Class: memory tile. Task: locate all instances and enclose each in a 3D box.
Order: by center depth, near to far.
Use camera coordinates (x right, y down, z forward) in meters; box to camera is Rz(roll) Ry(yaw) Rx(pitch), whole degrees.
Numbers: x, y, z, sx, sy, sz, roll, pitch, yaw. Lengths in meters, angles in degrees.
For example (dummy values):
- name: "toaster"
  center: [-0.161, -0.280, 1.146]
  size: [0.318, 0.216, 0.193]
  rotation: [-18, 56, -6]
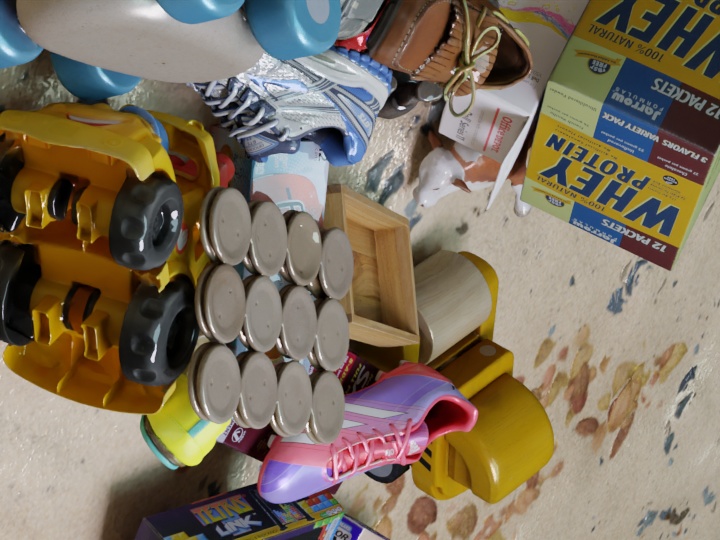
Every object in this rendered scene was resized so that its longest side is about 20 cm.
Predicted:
- name: "memory tile"
  center: [-0.057, 0.032, 1.581]
  size: [0.200, 0.017, 0.154]
  rotation: [19, 72, -62]

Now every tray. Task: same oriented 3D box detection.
- name: "tray"
  center: [0.000, 0.000, 1.785]
  size: [0.200, 0.037, 0.099]
  rotation: [23, 61, -75]

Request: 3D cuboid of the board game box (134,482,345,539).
- name: "board game box"
  center: [-0.117, 0.255, 1.829]
  size: [0.165, 0.057, 0.200]
  rotation: [-12, 136, -43]

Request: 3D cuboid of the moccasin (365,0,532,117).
- name: "moccasin"
  center: [0.064, -0.150, 1.632]
  size: [0.074, 0.078, 0.201]
  rotation: [-55, 161, 9]

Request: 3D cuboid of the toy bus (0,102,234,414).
- name: "toy bus"
  center: [-0.146, -0.039, 1.552]
  size: [0.192, 0.135, 0.201]
  rotation: [-49, 146, -45]

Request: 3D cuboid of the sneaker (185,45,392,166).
- name: "sneaker"
  center: [-0.065, -0.117, 1.587]
  size: [0.200, 0.077, 0.086]
  rotation: [14, 81, -33]

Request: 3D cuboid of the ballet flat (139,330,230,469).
- name: "ballet flat"
  center: [-0.115, 0.075, 1.628]
  size: [0.067, 0.200, 0.067]
  rotation: [-42, 107, 5]

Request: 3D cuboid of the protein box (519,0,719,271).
- name: "protein box"
  center: [0.230, -0.147, 1.837]
  size: [0.200, 0.135, 0.199]
  rotation: [-61, 171, -24]

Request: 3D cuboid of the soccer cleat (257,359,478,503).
- name: "soccer cleat"
  center: [0.005, 0.127, 1.822]
  size: [0.200, 0.076, 0.067]
  rotation: [-27, 135, -44]

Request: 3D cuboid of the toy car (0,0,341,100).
- name: "toy car"
  center: [-0.128, -0.221, 1.432]
  size: [0.177, 0.184, 0.201]
  rotation: [14, 71, -54]

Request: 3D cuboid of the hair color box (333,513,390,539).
- name: "hair color box"
  center: [-0.046, 0.300, 2.015]
  size: [0.200, 0.065, 0.109]
  rotation: [-61, 149, -5]

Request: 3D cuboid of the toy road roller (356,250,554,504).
- name: "toy road roller"
  center: [0.083, 0.099, 1.966]
  size: [0.123, 0.146, 0.201]
  rotation: [-34, 140, -38]

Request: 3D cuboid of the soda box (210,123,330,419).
- name: "soda box"
  center: [-0.071, 0.000, 1.683]
  size: [0.063, 0.068, 0.201]
  rotation: [-2, 104, -31]

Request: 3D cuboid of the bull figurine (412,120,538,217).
- name: "bull figurine"
  center: [0.120, -0.117, 1.932]
  size: [0.200, 0.065, 0.121]
  rotation: [-55, 152, -10]

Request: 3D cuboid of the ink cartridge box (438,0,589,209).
- name: "ink cartridge box"
  center: [0.118, -0.158, 1.830]
  size: [0.200, 0.067, 0.117]
  rotation: [-62, 176, -18]

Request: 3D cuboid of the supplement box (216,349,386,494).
- name: "supplement box"
  center: [-0.058, 0.094, 1.838]
  size: [0.109, 0.061, 0.200]
  rotation: [-60, 150, -2]

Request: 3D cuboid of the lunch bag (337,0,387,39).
- name: "lunch bag"
  center: [-0.014, -0.251, 1.559]
  size: [0.201, 0.139, 0.168]
  rotation: [-65, 166, 11]

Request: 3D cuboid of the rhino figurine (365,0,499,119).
- name: "rhino figurine"
  center: [0.060, -0.191, 1.777]
  size: [0.060, 0.087, 0.200]
  rotation: [40, 74, -14]

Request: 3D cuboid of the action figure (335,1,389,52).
- name: "action figure"
  center: [0.025, -0.212, 1.684]
  size: [0.052, 0.066, 0.200]
  rotation: [16, 128, -23]
